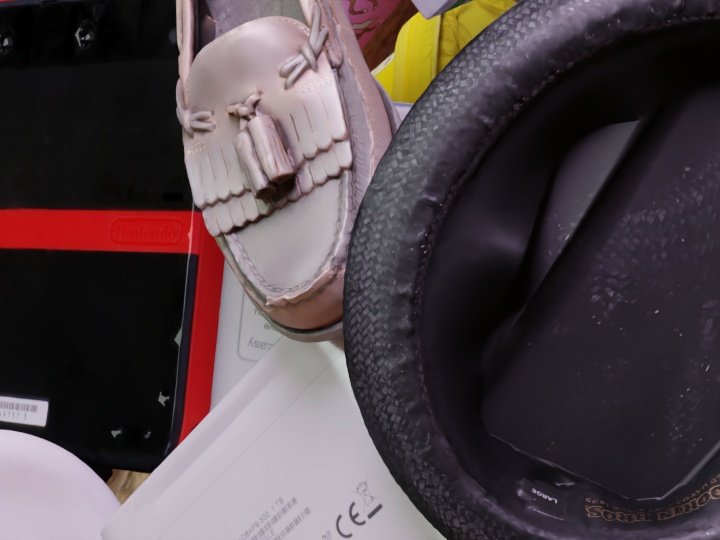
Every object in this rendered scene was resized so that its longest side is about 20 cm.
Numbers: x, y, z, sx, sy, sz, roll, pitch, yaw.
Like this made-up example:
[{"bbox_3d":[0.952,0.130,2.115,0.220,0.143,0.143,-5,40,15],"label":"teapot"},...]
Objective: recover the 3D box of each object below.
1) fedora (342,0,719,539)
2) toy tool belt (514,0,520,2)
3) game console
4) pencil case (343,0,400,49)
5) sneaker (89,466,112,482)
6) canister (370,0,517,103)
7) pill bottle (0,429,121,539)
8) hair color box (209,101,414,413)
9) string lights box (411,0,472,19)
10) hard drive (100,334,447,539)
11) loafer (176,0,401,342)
[{"bbox_3d":[0.095,0.003,0.645,0.201,0.200,0.092,-60,-7,4],"label":"fedora"},{"bbox_3d":[0.042,-0.208,0.911,0.125,0.122,0.201,126,148,-59],"label":"toy tool belt"},{"bbox_3d":[-0.116,-0.019,0.815,0.200,0.031,0.178,2,84,44],"label":"game console"},{"bbox_3d":[-0.005,-0.158,1.043,0.200,0.083,0.087,-51,59,13],"label":"pencil case"},{"bbox_3d":[-0.105,0.002,0.876,0.201,0.079,0.075,-62,25,5],"label":"sneaker"},{"bbox_3d":[0.000,0.000,0.868,0.200,0.086,0.149,-38,36,40],"label":"canister"},{"bbox_3d":[-0.170,0.123,0.813,0.200,0.116,0.116,-14,53,58],"label":"pill bottle"},{"bbox_3d":[0.005,0.044,0.729,0.099,0.061,0.201,9,95,38],"label":"hair color box"},{"bbox_3d":[0.091,-0.160,0.759,0.103,0.059,0.200,-40,-8,40],"label":"string lights box"},{"bbox_3d":[0.005,0.127,0.673,0.132,0.027,0.200,-46,63,30],"label":"hard drive"},{"bbox_3d":[-0.034,-0.071,0.688,0.072,0.063,0.201,-24,53,22],"label":"loafer"}]
